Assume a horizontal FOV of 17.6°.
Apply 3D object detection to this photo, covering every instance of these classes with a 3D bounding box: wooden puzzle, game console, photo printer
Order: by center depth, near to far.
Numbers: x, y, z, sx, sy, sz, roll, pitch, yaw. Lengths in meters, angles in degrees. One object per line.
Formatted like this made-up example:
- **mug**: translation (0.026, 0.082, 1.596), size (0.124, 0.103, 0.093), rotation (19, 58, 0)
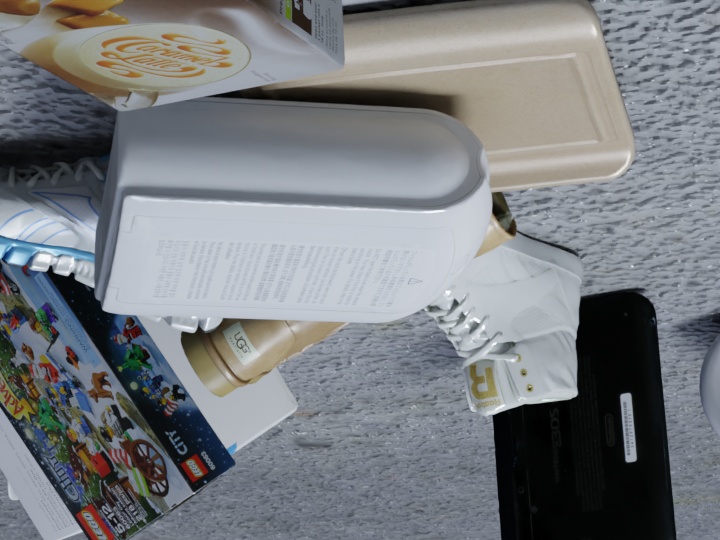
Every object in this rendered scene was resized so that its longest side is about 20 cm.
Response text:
- **wooden puzzle**: translation (0.042, -0.091, 1.206), size (0.185, 0.037, 0.200), rotation (-5, 160, 11)
- **photo printer**: translation (-0.034, -0.029, 1.212), size (0.200, 0.069, 0.166), rotation (2, 156, -9)
- **game console**: translation (0.159, 0.133, 1.714), size (0.176, 0.200, 0.116), rotation (-11, 163, 26)

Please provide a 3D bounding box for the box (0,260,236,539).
- **box**: translation (-0.172, 0.064, 1.403), size (0.038, 0.200, 0.137), rotation (-32, 177, -38)

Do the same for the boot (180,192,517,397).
- **boot**: translation (0.000, 0.000, 1.395), size (0.200, 0.066, 0.175), rotation (-30, -170, 11)

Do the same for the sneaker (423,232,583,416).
- **sneaker**: translation (0.076, 0.034, 1.502), size (0.200, 0.116, 0.074), rotation (15, 159, -42)

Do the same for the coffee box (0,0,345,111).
- **coffee box**: translation (-0.099, -0.135, 0.923), size (0.114, 0.080, 0.200), rotation (-9, 163, 22)

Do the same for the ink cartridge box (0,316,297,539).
- **ink cartridge box**: translation (-0.165, 0.089, 1.552), size (0.129, 0.125, 0.200), rotation (-33, -175, -36)

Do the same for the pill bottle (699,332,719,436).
- **pill bottle**: translation (0.343, 0.103, 1.797), size (0.116, 0.116, 0.200), rotation (-9, 164, 22)

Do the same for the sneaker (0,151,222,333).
- **sneaker**: translation (-0.157, -0.040, 1.304), size (0.200, 0.087, 0.075), rotation (19, -161, -15)
